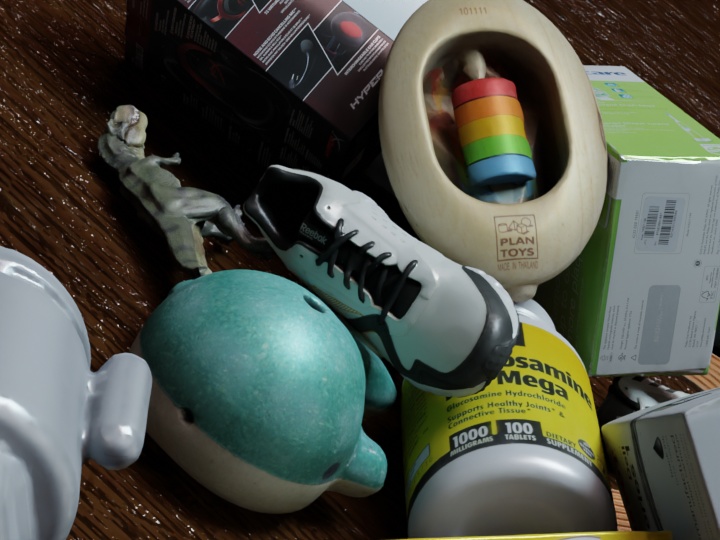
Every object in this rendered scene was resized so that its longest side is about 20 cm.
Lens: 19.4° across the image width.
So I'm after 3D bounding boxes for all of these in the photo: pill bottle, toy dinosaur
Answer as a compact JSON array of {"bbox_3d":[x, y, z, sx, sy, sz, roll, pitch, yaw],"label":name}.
[{"bbox_3d":[0.079,0.096,1.185,0.112,0.113,0.200,28,26,-17],"label":"pill bottle"},{"bbox_3d":[-0.096,-0.031,1.247,0.088,0.048,0.200,16,21,-34],"label":"toy dinosaur"}]

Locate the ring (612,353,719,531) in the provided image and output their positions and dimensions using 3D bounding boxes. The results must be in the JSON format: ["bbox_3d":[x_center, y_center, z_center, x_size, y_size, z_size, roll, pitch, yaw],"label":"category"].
[{"bbox_3d":[0.163,0.099,1.309,0.200,0.019,0.201,5,38,-4],"label":"ring"}]

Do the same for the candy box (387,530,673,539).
[{"bbox_3d":[0.040,0.143,1.012,0.199,0.102,0.027,1,75,-23],"label":"candy box"}]

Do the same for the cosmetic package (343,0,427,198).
[{"bbox_3d":[0.027,-0.119,1.425,0.151,0.052,0.200,37,-20,5],"label":"cosmetic package"}]

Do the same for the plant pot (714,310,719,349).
[{"bbox_3d":[0.340,0.004,1.614,0.196,0.201,0.200,24,26,-6],"label":"plant pot"}]

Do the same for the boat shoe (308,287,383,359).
[{"bbox_3d":[0.000,0.000,1.296,0.075,0.068,0.200,39,2,-15],"label":"boat shoe"}]

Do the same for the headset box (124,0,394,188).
[{"bbox_3d":[-0.070,-0.143,1.367,0.200,0.075,0.149,38,-19,6],"label":"headset box"}]

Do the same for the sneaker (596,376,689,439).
[{"bbox_3d":[0.201,0.132,1.351,0.115,0.076,0.201,21,19,-11],"label":"sneaker"}]

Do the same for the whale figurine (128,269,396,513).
[{"bbox_3d":[-0.036,0.050,1.128,0.159,0.104,0.200,43,23,16],"label":"whale figurine"}]

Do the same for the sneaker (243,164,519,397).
[{"bbox_3d":[0.006,0.004,1.155,0.200,0.074,0.080,34,3,43],"label":"sneaker"}]

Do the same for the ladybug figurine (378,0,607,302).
[{"bbox_3d":[0.076,-0.072,1.262,0.135,0.072,0.201,-3,68,-9],"label":"ladybug figurine"}]

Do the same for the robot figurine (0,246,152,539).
[{"bbox_3d":[-0.176,0.062,0.915,0.169,0.113,0.200,2,32,-4],"label":"robot figurine"}]

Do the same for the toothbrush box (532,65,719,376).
[{"bbox_3d":[0.159,-0.037,1.358,0.086,0.146,0.200,0,22,-15],"label":"toothbrush box"}]

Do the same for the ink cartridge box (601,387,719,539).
[{"bbox_3d":[0.198,0.132,1.073,0.200,0.084,0.147,128,-54,-82],"label":"ink cartridge box"}]
